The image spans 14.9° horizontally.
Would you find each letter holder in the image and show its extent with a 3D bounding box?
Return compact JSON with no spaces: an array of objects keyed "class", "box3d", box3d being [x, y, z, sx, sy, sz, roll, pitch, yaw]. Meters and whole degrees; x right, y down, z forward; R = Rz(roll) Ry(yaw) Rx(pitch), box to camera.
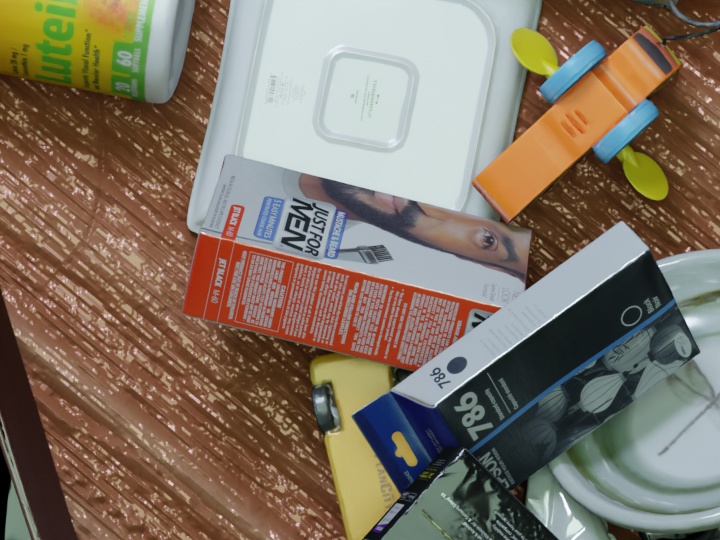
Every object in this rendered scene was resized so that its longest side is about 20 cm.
[{"class":"letter holder","box3d":[-0.251,0.104,1.679,0.100,0.142,0.201,-18,87,0]}]

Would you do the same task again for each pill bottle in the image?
[{"class":"pill bottle","box3d":[-0.206,-0.175,1.711,0.198,0.111,0.112,11,87,2]}]

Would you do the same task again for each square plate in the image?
[{"class":"square plate","box3d":[0.003,-0.105,1.745,0.197,0.028,0.202,11,87,1]}]

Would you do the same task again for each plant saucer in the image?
[{"class":"plant saucer","box3d":[0.206,0.081,1.666,0.199,0.050,0.201,-14,49,16]}]

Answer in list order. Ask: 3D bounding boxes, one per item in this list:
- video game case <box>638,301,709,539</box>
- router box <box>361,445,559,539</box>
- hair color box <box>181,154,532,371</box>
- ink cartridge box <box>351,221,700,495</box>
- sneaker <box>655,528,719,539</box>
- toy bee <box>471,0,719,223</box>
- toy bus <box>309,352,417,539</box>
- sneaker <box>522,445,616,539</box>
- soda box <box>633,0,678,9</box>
[{"class":"video game case","box3d":[0.248,0.112,1.730,0.180,0.026,0.201,-27,86,-1]},{"class":"router box","box3d":[0.076,0.222,1.576,0.200,0.051,0.149,44,80,-5]},{"class":"hair color box","box3d":[0.000,0.000,1.680,0.199,0.111,0.064,15,118,-2]},{"class":"ink cartridge box","box3d":[0.100,0.067,1.627,0.199,0.039,0.100,-36,132,-3]},{"class":"sneaker","box3d":[0.255,0.122,1.680,0.084,0.077,0.200,41,85,4]},{"class":"toy bee","box3d":[0.163,-0.105,1.713,0.199,0.109,0.132,-21,92,18]},{"class":"toy bus","box3d":[0.020,0.146,1.704,0.065,0.078,0.201,-13,86,1]},{"class":"sneaker","box3d":[0.136,0.176,1.685,0.084,0.073,0.201,4,63,2]},{"class":"soda box","box3d":[0.112,-0.220,1.730,0.199,0.068,0.064,14,85,1]}]
